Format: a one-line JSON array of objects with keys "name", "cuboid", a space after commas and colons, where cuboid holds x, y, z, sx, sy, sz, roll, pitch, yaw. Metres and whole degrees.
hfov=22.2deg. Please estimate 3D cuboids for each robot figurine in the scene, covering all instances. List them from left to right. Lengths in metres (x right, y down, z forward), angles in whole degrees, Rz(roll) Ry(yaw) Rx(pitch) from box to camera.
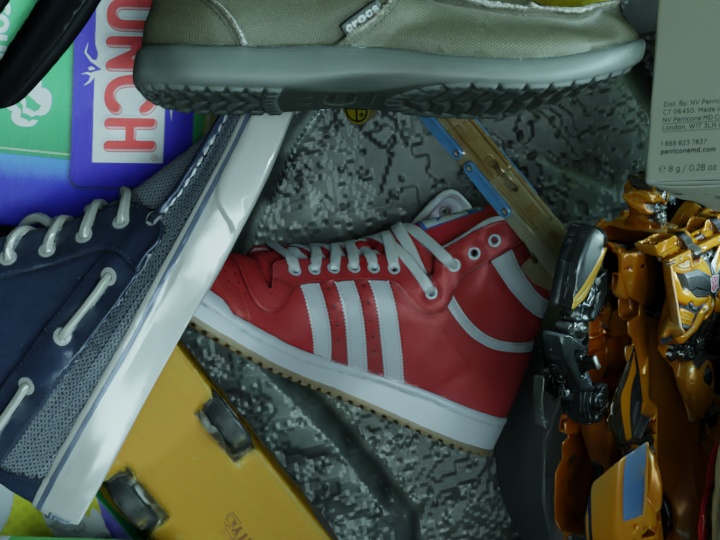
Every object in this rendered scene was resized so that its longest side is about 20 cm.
[{"name": "robot figurine", "cuboid": [0.132, 0.057, 0.802, 0.144, 0.058, 0.202, -23, 117, -48]}]

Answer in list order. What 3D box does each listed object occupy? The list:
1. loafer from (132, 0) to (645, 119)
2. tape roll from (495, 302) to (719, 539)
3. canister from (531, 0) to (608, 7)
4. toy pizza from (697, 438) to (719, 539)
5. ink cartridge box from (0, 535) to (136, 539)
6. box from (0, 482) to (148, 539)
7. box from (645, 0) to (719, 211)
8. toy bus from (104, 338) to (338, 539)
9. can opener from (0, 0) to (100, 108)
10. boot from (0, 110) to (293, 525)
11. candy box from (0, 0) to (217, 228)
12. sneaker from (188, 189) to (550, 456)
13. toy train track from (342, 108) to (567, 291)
[{"name": "loafer", "cuboid": [0.013, -0.097, 0.695, 0.198, 0.075, 0.071, 0, 85, -12]}, {"name": "tape roll", "cuboid": [0.169, 0.084, 0.906, 0.198, 0.066, 0.203, -3, 101, -16]}, {"name": "canister", "cuboid": [0.032, -0.199, 0.770, 0.087, 0.148, 0.200, -45, 107, -3]}, {"name": "toy pizza", "cuboid": [0.194, 0.078, 0.816, 0.200, 0.031, 0.202, -20, 114, -53]}, {"name": "ink cartridge box", "cuboid": [-0.158, 0.213, 0.780, 0.144, 0.084, 0.201, 4, 124, -21]}, {"name": "box", "cuboid": [-0.195, 0.081, 0.802, 0.117, 0.048, 0.201, -37, 106, 2]}, {"name": "box", "cuboid": [0.166, -0.125, 0.725, 0.082, 0.068, 0.202, 11, 82, -51]}, {"name": "toy bus", "cuboid": [-0.064, 0.107, 0.833, 0.065, 0.078, 0.201, -38, 108, -4]}, {"name": "can opener", "cuboid": [-0.097, -0.149, 0.702, 0.063, 0.079, 0.200, 42, 104, -13]}, {"name": "boot", "cuboid": [-0.105, -0.005, 0.736, 0.090, 0.073, 0.201, 29, 87, -3]}, {"name": "candy box", "cuboid": [-0.149, -0.105, 0.770, 0.198, 0.077, 0.171, 4, 102, -18]}, {"name": "sneaker", "cuboid": [0.000, 0.000, 0.838, 0.199, 0.071, 0.113, 24, 96, -26]}, {"name": "toy train track", "cuboid": [0.027, -0.067, 0.815, 0.200, 0.114, 0.033, 50, 128, 7]}]
